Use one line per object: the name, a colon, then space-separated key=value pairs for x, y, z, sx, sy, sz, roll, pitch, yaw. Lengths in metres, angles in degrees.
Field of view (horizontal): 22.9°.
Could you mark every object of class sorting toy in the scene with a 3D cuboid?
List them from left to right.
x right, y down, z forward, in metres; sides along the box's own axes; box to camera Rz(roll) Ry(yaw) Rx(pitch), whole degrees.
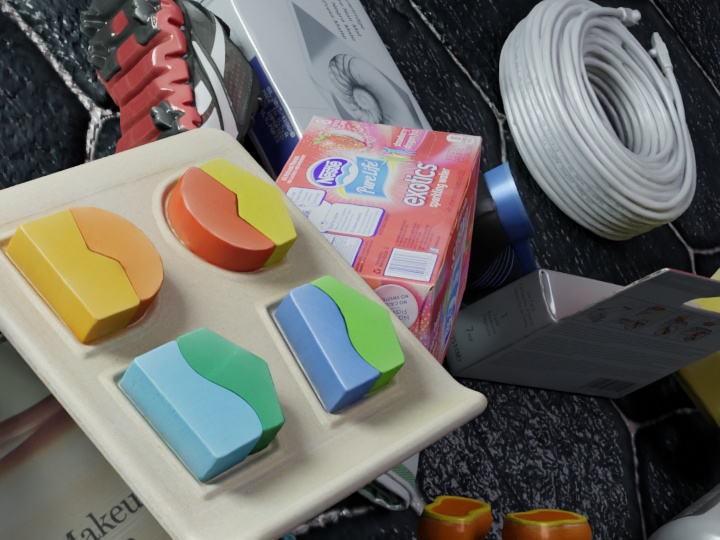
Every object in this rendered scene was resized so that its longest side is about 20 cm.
sorting toy: x=-0.060 y=0.016 z=0.745 sx=0.200 sy=0.037 sz=0.185 roll=44 pitch=37 yaw=17

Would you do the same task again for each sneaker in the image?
sneaker: x=-0.094 y=-0.076 z=0.994 sx=0.098 sy=0.071 sz=0.201 roll=15 pitch=52 yaw=-44
sneaker: x=0.068 y=-0.021 z=1.145 sx=0.200 sy=0.078 sz=0.070 roll=61 pitch=10 yaw=-77

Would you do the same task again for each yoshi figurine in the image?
yoshi figurine: x=0.076 y=0.225 z=0.951 sx=0.112 sy=0.112 sz=0.201 roll=3 pitch=91 yaw=-17

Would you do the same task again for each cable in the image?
cable: x=0.186 y=-0.122 z=1.395 sx=0.200 sy=0.069 sz=0.200 roll=11 pitch=58 yaw=-47

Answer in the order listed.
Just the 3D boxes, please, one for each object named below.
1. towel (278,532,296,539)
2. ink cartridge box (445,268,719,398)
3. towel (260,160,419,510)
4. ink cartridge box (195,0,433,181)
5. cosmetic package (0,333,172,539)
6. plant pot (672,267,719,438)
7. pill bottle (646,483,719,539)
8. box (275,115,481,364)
towel: x=-0.074 y=0.074 z=0.830 sx=0.147 sy=0.022 sz=0.200 roll=58 pitch=-5 yaw=-36
ink cartridge box: x=0.177 y=0.029 z=1.175 sx=0.200 sy=0.173 sz=0.044 roll=11 pitch=56 yaw=-48
towel: x=-0.018 y=0.031 z=1.059 sx=0.149 sy=0.031 sz=0.200 roll=39 pitch=36 yaw=-31
ink cartridge box: x=-0.019 y=-0.135 z=1.140 sx=0.200 sy=0.041 sz=0.200 roll=-1 pitch=58 yaw=-54
cosmetic package: x=-0.117 y=0.122 z=0.770 sx=0.103 sy=0.087 sz=0.200 roll=-38 pitch=97 yaw=-16
plant pot: x=0.329 y=0.050 z=1.311 sx=0.201 sy=0.189 sz=0.201 roll=53 pitch=4 yaw=-5
pill bottle: x=0.249 y=0.208 z=1.189 sx=0.200 sy=0.114 sz=0.114 roll=-18 pitch=79 yaw=-55
box: x=0.000 y=0.000 z=0.929 sx=0.200 sy=0.102 sz=0.095 roll=-69 pitch=166 yaw=-63
